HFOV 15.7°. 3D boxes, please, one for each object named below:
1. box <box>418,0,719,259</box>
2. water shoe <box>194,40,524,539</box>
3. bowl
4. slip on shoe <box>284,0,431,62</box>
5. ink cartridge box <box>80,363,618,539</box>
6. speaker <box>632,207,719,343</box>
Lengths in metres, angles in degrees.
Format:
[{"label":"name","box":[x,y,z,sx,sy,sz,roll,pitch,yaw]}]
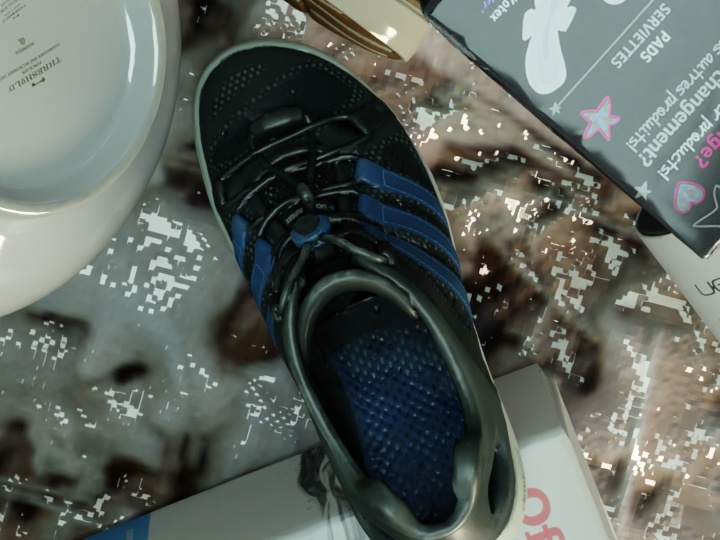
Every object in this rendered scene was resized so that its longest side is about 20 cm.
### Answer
[{"label":"box","box":[0.093,-0.105,0.806,0.115,0.200,0.132,39,100,-11]},{"label":"water shoe","box":[0.000,0.000,0.845,0.071,0.079,0.200,-26,70,0]},{"label":"bowl","box":[-0.124,-0.068,0.808,0.201,0.090,0.202,-8,102,-43]},{"label":"slip on shoe","box":[-0.047,-0.150,0.855,0.200,0.076,0.061,40,87,-1]},{"label":"ink cartridge box","box":[0.002,0.141,0.925,0.199,0.084,0.146,-22,103,3]},{"label":"speaker","box":[0.183,0.036,0.911,0.081,0.081,0.200,-37,104,7]}]
